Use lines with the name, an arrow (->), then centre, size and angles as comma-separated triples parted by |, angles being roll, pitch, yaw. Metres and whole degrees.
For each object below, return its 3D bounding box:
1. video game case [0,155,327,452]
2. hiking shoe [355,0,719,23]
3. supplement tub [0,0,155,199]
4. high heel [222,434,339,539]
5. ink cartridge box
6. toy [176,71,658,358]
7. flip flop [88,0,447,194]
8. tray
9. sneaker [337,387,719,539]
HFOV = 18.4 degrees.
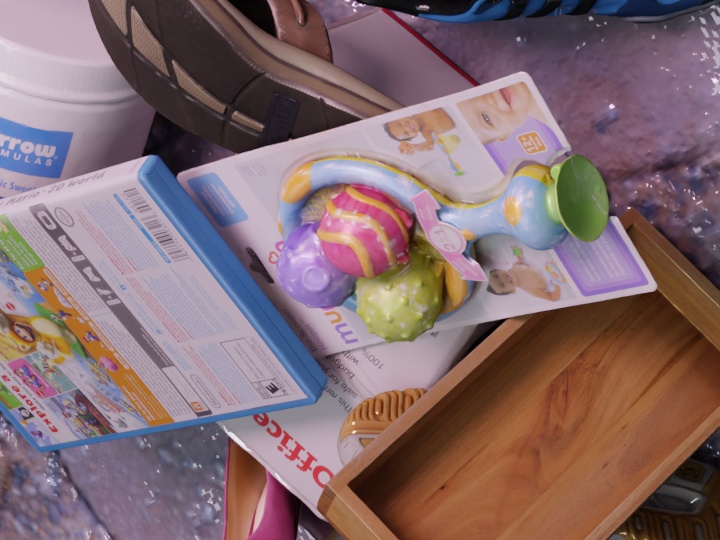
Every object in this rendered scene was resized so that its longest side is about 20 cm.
video game case -> -0.128, 0.021, 1.061 | 0.199, 0.018, 0.143 | -13, 125, 40
hiking shoe -> 0.084, -0.134, 0.960 | 0.199, 0.087, 0.075 | -3, 107, 35
supplement tub -> -0.180, -0.059, 1.146 | 0.132, 0.132, 0.201 | 34, 126, 18
high heel -> -0.065, 0.119, 1.097 | 0.096, 0.200, 0.067 | 45, 127, 3
ink cartridge box -> 0.000, 0.000, 1.075 | 0.145, 0.084, 0.201 | 41, 125, 14
toy -> 0.014, -0.008, 0.952 | 0.199, 0.047, 0.115 | -15, 121, 37
flip flop -> -0.035, -0.090, 0.979 | 0.199, 0.058, 0.081 | 30, 143, 3
tray -> 0.086, 0.071, 0.978 | 0.099, 0.200, 0.037 | 45, 155, 11
sneaker -> 0.077, 0.120, 1.036 | 0.199, 0.076, 0.088 | 18, 137, -10
